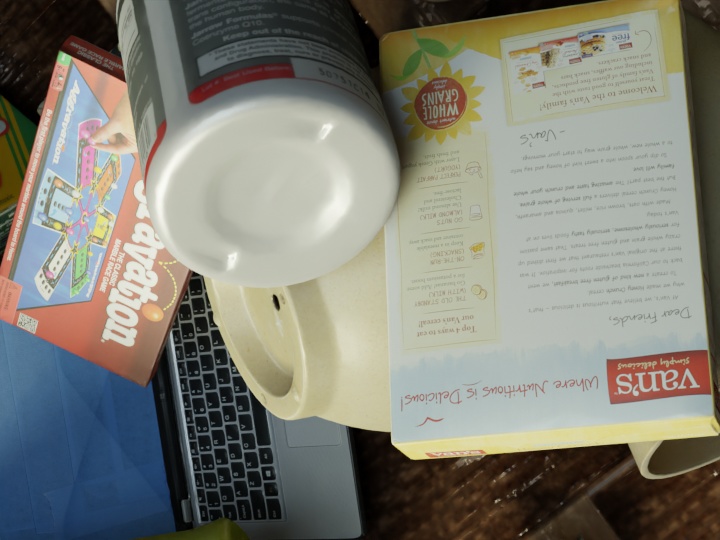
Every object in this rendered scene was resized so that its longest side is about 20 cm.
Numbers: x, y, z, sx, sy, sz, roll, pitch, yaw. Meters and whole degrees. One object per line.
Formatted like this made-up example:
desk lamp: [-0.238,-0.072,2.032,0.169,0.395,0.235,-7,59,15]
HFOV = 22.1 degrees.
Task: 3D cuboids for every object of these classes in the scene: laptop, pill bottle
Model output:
laptop: [-0.119,0.080,1.081,0.199,0.116,0.188,-6,95,31]
pill bottle: [-0.055,-0.098,0.871,0.114,0.114,0.200,-40,40,23]

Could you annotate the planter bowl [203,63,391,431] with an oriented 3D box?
planter bowl: [0.000,0.000,0.954,0.200,0.134,0.201,47,148,42]

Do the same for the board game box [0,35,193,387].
board game box: [-0.135,-0.026,1.002,0.103,0.019,0.200,24,131,0]

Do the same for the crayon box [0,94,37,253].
crayon box: [-0.287,-0.084,1.127,0.200,0.127,0.051,40,137,14]

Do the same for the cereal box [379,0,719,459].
cereal box: [0.083,-0.020,0.834,0.143,0.040,0.201,-6,72,14]

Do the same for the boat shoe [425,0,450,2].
boat shoe: [-0.005,-0.194,0.913,0.071,0.065,0.200,-29,129,26]

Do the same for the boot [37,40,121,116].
boot: [-0.108,-0.137,1.063,0.073,0.200,0.151,32,77,-20]

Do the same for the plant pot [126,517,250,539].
plant pot: [-0.132,0.234,1.025,0.192,0.200,0.201,-24,86,3]

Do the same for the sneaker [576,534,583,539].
sneaker: [0.078,0.242,1.034,0.088,0.077,0.201,7,92,11]

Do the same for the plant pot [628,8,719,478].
plant pot: [0.170,-0.031,0.921,0.187,0.187,0.200,-38,68,23]
